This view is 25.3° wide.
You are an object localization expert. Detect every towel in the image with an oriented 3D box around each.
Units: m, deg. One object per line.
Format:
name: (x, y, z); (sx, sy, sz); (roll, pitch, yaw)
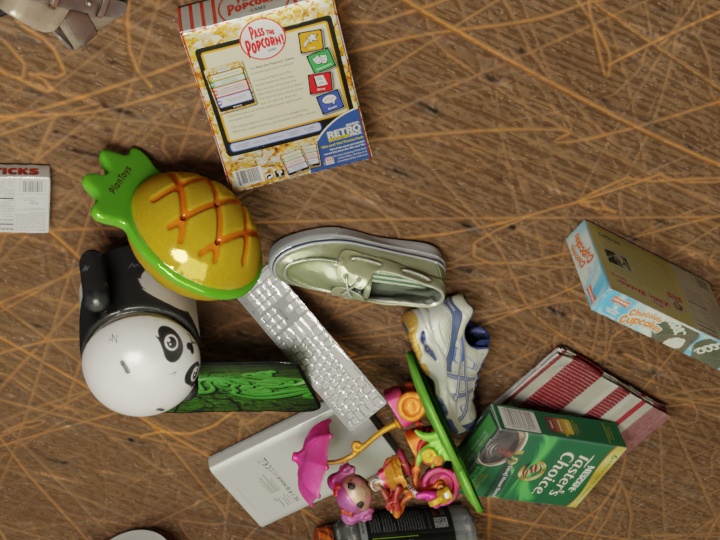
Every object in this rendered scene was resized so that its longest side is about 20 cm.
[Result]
towel: (0.262, 0.175, 1.958); (0.199, 0.023, 0.144); (30, 121, -29)

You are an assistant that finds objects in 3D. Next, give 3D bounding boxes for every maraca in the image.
maraca: (-0.182, -0.046, 1.585); (0.199, 0.138, 0.107); (35, 126, -9)

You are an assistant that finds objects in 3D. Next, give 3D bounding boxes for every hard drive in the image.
hard drive: (-0.065, 0.227, 1.932); (0.198, 0.027, 0.132); (-26, 130, 12)

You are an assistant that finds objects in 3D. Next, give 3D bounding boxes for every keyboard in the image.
keyboard: (-0.054, 0.085, 1.757); (0.056, 0.011, 0.200); (-38, 96, 25)

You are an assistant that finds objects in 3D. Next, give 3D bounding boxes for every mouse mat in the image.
mouse mat: (-0.151, 0.130, 1.776); (0.197, 0.008, 0.161); (-3, 156, 9)

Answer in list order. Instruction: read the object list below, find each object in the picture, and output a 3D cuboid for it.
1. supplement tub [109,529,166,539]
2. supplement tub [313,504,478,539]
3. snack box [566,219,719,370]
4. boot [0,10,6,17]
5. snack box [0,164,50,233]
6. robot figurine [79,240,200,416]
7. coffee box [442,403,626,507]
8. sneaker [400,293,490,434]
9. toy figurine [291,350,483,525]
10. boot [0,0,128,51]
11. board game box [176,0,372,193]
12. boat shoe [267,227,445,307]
supplement tub: (-0.253, 0.430, 1.991); (0.143, 0.145, 0.201); (-18, 132, 5)
supplement tub: (0.044, 0.361, 2.005); (0.197, 0.123, 0.124); (-3, 131, -8)
snack box: (0.323, 0.028, 1.778); (0.198, 0.117, 0.037); (24, 123, -28)
boot: (-0.399, -0.269, 1.409); (0.150, 0.074, 0.200); (-33, 135, 14)
snack box: (-0.411, -0.073, 1.606); (0.197, 0.024, 0.073); (1, 131, -12)
robot figurine: (-0.223, 0.054, 1.634); (0.148, 0.201, 0.126); (10, 128, -19)
coffee box: (0.210, 0.224, 1.928); (0.198, 0.044, 0.123); (12, 129, -32)
sneaker: (0.115, 0.110, 1.837); (0.087, 0.076, 0.201); (-25, 136, -1)
toy figurine: (0.018, 0.221, 1.830); (0.182, 0.150, 0.202); (-25, 97, 3)
boot: (-0.268, -0.285, 1.391); (0.199, 0.070, 0.147); (35, 90, -43)
board game box: (-0.080, -0.180, 1.565); (0.149, 0.047, 0.202); (-14, 132, 1)
boat shoe: (0.000, 0.000, 1.725); (0.197, 0.062, 0.073); (2, 130, -12)
